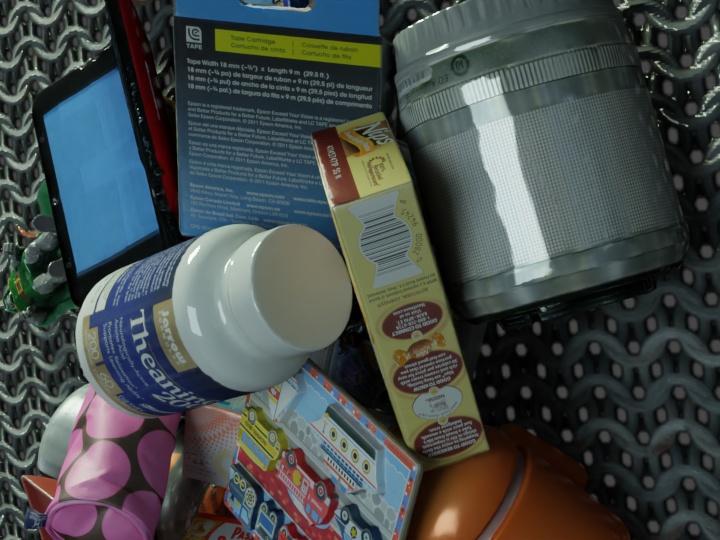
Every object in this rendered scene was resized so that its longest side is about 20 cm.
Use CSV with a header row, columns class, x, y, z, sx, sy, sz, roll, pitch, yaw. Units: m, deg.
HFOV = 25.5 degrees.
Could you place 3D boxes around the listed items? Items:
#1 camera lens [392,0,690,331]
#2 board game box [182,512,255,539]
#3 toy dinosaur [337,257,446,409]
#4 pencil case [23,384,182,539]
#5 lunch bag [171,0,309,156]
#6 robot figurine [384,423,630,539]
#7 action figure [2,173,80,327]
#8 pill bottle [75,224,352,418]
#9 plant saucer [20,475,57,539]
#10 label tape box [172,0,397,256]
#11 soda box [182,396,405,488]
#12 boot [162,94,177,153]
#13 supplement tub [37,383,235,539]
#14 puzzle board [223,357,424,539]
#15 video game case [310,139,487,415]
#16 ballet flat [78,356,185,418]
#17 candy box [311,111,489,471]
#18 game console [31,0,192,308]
class,x,y,z,sx,sy,sz,roll,pitch,yaw
camera lens,0.114,-0.071,1.026,0.159,0.160,0.201,-17,87,40
board game box,-0.030,0.266,1.201,0.199,0.046,0.152,7,127,18
toy dinosaur,0.000,0.000,1.168,0.135,0.102,0.201,-7,73,25
pencil case,-0.179,0.116,1.188,0.090,0.201,0.094,21,140,-11
lunch bag,-0.081,-0.178,1.214,0.150,0.094,0.201,-39,55,37
robot figurine,0.102,0.182,1.083,0.200,0.117,0.144,37,84,-13
action figure,-0.284,0.005,1.406,0.200,0.054,0.119,-38,68,62
pill bottle,-0.098,0.032,1.075,0.199,0.111,0.112,-19,86,48
plant saucer,-0.183,0.268,1.264,0.200,0.037,0.201,22,133,47
label tape box,-0.049,-0.116,1.071,0.143,0.063,0.201,8,117,12
soda box,-0.033,0.137,1.190,0.199,0.064,0.069,13,113,20
boot,-0.153,-0.054,1.310,0.201,0.071,0.144,41,115,22
supplement tub,-0.161,0.174,1.321,0.199,0.122,0.123,18,109,35
puzzle board,-0.034,0.147,1.087,0.200,0.017,0.152,38,123,47
video game case,0.021,0.004,1.206,0.181,0.024,0.201,26,113,33
ballet flat,-0.133,0.089,1.292,0.199,0.064,0.076,13,93,21
candy box,0.025,0.014,1.020,0.055,0.116,0.201,-17,118,1
game console,-0.206,-0.097,1.240,0.118,0.172,0.201,-16,71,-1
